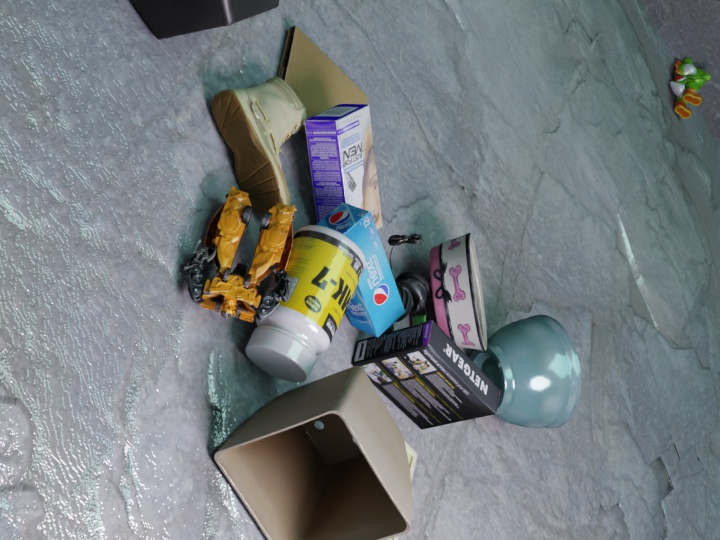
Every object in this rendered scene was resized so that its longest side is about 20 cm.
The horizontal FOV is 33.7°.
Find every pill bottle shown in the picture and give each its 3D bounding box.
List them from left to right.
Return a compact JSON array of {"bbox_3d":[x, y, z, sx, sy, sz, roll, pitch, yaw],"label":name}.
[{"bbox_3d":[-0.079,0.047,1.670,0.114,0.114,0.201,44,58,-35],"label":"pill bottle"}]

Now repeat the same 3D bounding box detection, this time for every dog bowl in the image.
[{"bbox_3d":[0.165,0.040,2.019,0.200,0.073,0.202,-7,90,-80],"label":"dog bowl"}]

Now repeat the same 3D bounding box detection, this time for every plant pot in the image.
[{"bbox_3d":[-0.222,-0.429,1.652,0.199,0.199,0.179,-38,120,-54],"label":"plant pot"},{"bbox_3d":[-0.042,0.246,1.603,0.201,0.199,0.177,60,26,-17],"label":"plant pot"},{"bbox_3d":[0.273,0.183,2.082,0.133,0.200,0.202,-5,78,-28],"label":"plant pot"}]

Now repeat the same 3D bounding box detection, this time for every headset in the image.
[{"bbox_3d":[0.076,0.041,1.931,0.123,0.093,0.202,-21,104,-56],"label":"headset"}]

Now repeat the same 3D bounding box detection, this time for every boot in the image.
[{"bbox_3d":[-0.128,-0.185,1.767,0.155,0.072,0.201,-32,99,-56],"label":"boot"}]

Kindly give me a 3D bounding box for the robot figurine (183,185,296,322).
[{"bbox_3d":[-0.158,-0.015,1.622,0.144,0.058,0.201,17,56,-3],"label":"robot figurine"}]

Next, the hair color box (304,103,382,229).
[{"bbox_3d":[-0.024,-0.148,1.850,0.109,0.064,0.202,-36,125,-55],"label":"hair color box"}]

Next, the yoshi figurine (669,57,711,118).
[{"bbox_3d":[0.953,-0.527,3.412,0.112,0.111,0.201,63,30,-42],"label":"yoshi figurine"}]

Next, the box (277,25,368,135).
[{"bbox_3d":[-0.061,-0.277,1.941,0.200,0.021,0.165,39,46,-38],"label":"box"}]

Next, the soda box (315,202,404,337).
[{"bbox_3d":[0.000,0.000,1.804,0.068,0.064,0.201,-41,130,-27],"label":"soda box"}]

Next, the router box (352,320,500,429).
[{"bbox_3d":[0.105,0.168,1.866,0.200,0.148,0.051,45,43,-34],"label":"router box"}]

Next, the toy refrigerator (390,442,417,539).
[{"bbox_3d":[0.023,0.337,1.747,0.076,0.070,0.201,48,42,-31],"label":"toy refrigerator"}]
